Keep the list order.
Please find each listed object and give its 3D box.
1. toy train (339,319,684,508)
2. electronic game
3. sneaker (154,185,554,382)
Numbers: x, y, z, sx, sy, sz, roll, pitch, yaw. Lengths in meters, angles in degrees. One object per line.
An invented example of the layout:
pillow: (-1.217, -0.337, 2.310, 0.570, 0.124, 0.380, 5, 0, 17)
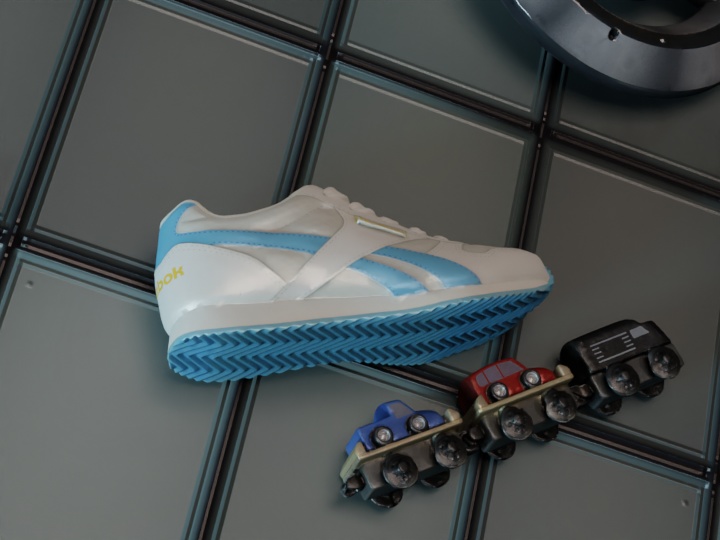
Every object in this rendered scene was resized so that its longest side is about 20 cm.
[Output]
toy train: (0.073, 0.065, 0.904, 0.200, 0.034, 0.046, -19, 69, -27)
electronic game: (0.150, -0.190, 1.046, 0.200, 0.042, 0.201, 10, 66, -23)
sneaker: (0.000, 0.000, 0.888, 0.199, 0.077, 0.081, -2, 63, -23)
